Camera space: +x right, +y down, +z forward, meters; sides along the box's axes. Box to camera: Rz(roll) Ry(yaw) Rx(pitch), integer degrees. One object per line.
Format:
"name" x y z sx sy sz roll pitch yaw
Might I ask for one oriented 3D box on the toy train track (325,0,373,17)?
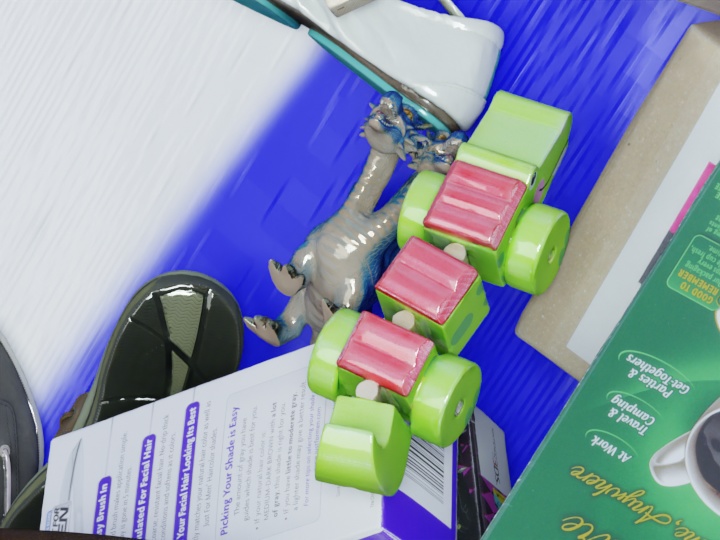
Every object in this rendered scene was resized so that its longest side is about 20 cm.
"toy train track" -0.034 -0.209 1.185 0.115 0.033 0.200 -23 66 10

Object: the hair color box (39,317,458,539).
"hair color box" -0.052 0.107 1.158 0.200 0.065 0.110 -19 50 29

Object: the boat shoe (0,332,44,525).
"boat shoe" -0.200 0.118 1.321 0.067 0.057 0.201 -8 91 28

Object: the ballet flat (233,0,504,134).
"ballet flat" -0.017 -0.135 1.208 0.200 0.069 0.070 33 108 17

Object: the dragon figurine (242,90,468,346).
"dragon figurine" 0.000 0.000 1.198 0.059 0.099 0.200 36 150 14

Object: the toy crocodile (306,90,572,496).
"toy crocodile" 0.033 0.007 1.081 0.067 0.062 0.200 23 68 19

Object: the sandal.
"sandal" -0.114 0.084 1.276 0.080 0.057 0.201 25 110 -18

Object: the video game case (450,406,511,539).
"video game case" -0.015 0.175 1.149 0.200 0.036 0.182 -30 43 23

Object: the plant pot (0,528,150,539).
"plant pot" -0.070 0.187 1.041 0.200 0.187 0.187 -8 91 15

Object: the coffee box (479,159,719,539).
"coffee box" 0.147 0.064 1.014 0.123 0.044 0.200 29 81 20

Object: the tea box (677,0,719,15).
"tea box" 0.150 -0.243 1.051 0.197 0.134 0.200 -40 67 25

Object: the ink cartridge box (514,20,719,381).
"ink cartridge box" 0.191 0.012 1.099 0.200 0.075 0.165 36 110 22
